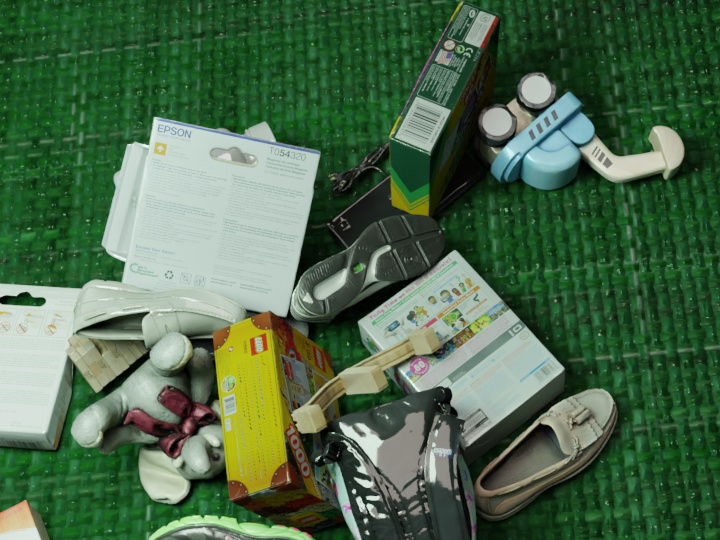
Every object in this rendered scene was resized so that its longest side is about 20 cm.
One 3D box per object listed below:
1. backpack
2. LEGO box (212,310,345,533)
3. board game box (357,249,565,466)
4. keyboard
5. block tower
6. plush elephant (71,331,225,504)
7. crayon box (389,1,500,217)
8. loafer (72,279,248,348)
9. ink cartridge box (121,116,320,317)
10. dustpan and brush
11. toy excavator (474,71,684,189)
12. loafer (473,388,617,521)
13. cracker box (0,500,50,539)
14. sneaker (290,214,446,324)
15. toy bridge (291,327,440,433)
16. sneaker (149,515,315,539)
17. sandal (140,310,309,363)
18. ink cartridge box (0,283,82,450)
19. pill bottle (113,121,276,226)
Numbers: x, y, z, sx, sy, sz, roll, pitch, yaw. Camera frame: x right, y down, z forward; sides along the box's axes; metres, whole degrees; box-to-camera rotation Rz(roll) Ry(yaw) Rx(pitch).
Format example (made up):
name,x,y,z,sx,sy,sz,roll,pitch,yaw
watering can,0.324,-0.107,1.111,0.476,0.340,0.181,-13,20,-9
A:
name,x,y,z,sx,sy,sz,roll,pitch,yaw
backpack,0.055,0.241,1.575,0.165,0.127,0.202,-20,76,7
LEGO box,-0.084,0.168,1.628,0.077,0.149,0.202,-21,60,20
board game box,0.114,0.098,1.694,0.147,0.064,0.200,-35,64,-11
keyboard,0.042,-0.103,1.835,0.199,0.021,0.127,-37,69,-12
block tower,-0.255,0.053,1.766,0.199,0.058,0.054,-38,34,-13
plush elephant,-0.201,0.175,1.657,0.164,0.200,0.155,-41,86,1
crayon box,0.100,-0.185,1.762,0.058,0.173,0.201,23,69,13
loafer,-0.226,0.058,1.674,0.198,0.070,0.070,3,52,10
ink cartridge box,-0.158,-0.062,1.701,0.194,0.043,0.202,12,102,-8
dustpan and brush,-0.189,-0.058,1.741,0.198,0.057,0.141,13,104,-17
toy excavator,0.261,-0.146,1.794,0.194,0.100,0.200,-39,77,-10
loafer,0.204,0.196,1.627,0.199,0.063,0.072,-38,63,-12
cracker box,-0.385,0.372,1.625,0.133,0.058,0.201,-26,62,-5
sneaker,0.000,0.000,1.739,0.199,0.115,0.076,-26,86,-21
toy bridge,0.002,0.118,1.615,0.199,0.067,0.027,-32,101,-35
sneaker,-0.142,0.316,1.608,0.198,0.077,0.084,2,58,11
sandal,-0.154,0.077,1.728,0.198,0.043,0.077,1,71,-13
ink cartridge box,-0.420,0.113,1.782,0.160,0.050,0.201,3,54,11
pill bottle,-0.190,-0.105,1.818,0.198,0.111,0.112,-23,61,-4
